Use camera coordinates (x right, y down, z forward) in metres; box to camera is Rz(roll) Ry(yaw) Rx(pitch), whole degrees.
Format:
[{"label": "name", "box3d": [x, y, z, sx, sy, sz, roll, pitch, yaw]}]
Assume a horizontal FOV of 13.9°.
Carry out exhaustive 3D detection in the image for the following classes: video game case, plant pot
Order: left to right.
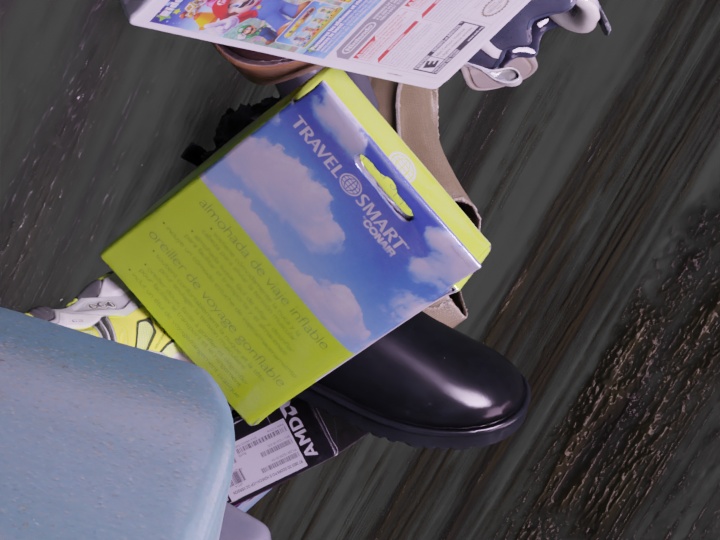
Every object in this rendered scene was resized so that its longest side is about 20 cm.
[{"label": "plant pot", "box3d": [-0.151, 0.123, 1.277, 0.200, 0.196, 0.196, -65, 169, -54]}, {"label": "video game case", "box3d": [0.009, -0.144, 1.319, 0.200, 0.018, 0.143, 8, 139, -46]}]

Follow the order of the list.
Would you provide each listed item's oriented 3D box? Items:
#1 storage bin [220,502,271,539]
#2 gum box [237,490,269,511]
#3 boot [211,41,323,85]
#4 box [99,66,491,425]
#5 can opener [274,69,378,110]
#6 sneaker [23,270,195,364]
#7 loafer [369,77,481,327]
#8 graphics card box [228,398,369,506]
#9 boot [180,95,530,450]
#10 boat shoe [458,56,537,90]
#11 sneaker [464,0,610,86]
[{"label": "storage bin", "box3d": [-0.137, 0.166, 1.541, 0.146, 0.200, 0.134, -48, 156, -32]}, {"label": "gum box", "box3d": [-0.073, 0.121, 1.914, 0.200, 0.045, 0.170, -41, 175, 20]}, {"label": "boot", "box3d": [0.019, -0.159, 1.382, 0.200, 0.072, 0.166, -27, 163, -7]}, {"label": "box", "box3d": [-0.028, -0.014, 1.456, 0.200, 0.122, 0.048, -35, -172, 45]}, {"label": "can opener", "box3d": [-0.023, -0.084, 1.610, 0.200, 0.066, 0.053, 74, 38, -66]}, {"label": "sneaker", "box3d": [-0.139, 0.060, 1.480, 0.200, 0.076, 0.075, -38, 162, -54]}, {"label": "loafer", "box3d": [0.035, -0.042, 1.731, 0.076, 0.067, 0.200, 40, 47, -61]}, {"label": "graphics card box", "box3d": [-0.083, 0.113, 1.726, 0.200, 0.051, 0.125, -29, 179, 21]}, {"label": "boot", "box3d": [0.001, 0.000, 1.555, 0.073, 0.198, 0.163, -60, 163, -47]}, {"label": "boat shoe", "box3d": [0.069, -0.163, 1.817, 0.067, 0.057, 0.200, -20, 165, 3]}, {"label": "sneaker", "box3d": [0.101, -0.191, 1.630, 0.199, 0.130, 0.079, -55, 170, -3]}]
